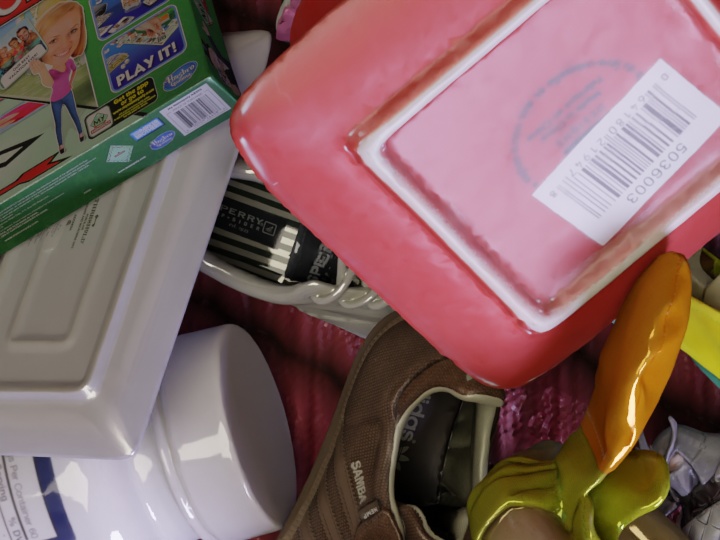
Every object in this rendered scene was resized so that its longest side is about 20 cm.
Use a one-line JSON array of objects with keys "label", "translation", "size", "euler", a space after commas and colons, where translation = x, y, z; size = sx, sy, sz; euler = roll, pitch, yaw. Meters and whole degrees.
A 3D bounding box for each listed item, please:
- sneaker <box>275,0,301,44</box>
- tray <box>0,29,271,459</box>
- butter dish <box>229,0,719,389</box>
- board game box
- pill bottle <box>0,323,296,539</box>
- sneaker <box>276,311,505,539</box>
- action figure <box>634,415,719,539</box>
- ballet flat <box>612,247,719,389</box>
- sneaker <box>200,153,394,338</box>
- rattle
[{"label": "sneaker", "translation": [0.043, -0.161, 1.095], "size": [0.080, 0.086, 0.200], "euler": [32, 125, -26]}, {"label": "tray", "translation": [-0.110, -0.017, 1.096], "size": [0.107, 0.022, 0.200], "euler": [-2, 60, 35]}, {"label": "butter dish", "translation": [0.058, -0.089, 1.004], "size": [0.200, 0.148, 0.199], "euler": [-40, 129, 8]}, {"label": "board game box", "translation": [-0.151, -0.072, 1.126], "size": [0.200, 0.029, 0.135], "euler": [-30, 50, 14]}, {"label": "pill bottle", "translation": [-0.135, 0.092, 1.140], "size": [0.199, 0.120, 0.120], "euler": [-15, 94, 13]}, {"label": "sneaker", "translation": [0.009, 0.116, 1.084], "size": [0.070, 0.076, 0.201], "euler": [7, 105, -23]}, {"label": "action figure", "translation": [0.182, 0.137, 1.089], "size": [0.200, 0.069, 0.130], "euler": [48, 149, 1]}, {"label": "ballet flat", "translation": [0.137, 0.005, 1.053], "size": [0.200, 0.067, 0.067], "euler": [36, 118, 29]}, {"label": "sneaker", "translation": [0.000, 0.000, 1.123], "size": [0.199, 0.071, 0.073], "euler": [14, 101, 10]}, {"label": "rattle", "translation": [0.151, 0.112, 1.015], "size": [0.200, 0.130, 0.143], "euler": [41, 93, 13]}]
